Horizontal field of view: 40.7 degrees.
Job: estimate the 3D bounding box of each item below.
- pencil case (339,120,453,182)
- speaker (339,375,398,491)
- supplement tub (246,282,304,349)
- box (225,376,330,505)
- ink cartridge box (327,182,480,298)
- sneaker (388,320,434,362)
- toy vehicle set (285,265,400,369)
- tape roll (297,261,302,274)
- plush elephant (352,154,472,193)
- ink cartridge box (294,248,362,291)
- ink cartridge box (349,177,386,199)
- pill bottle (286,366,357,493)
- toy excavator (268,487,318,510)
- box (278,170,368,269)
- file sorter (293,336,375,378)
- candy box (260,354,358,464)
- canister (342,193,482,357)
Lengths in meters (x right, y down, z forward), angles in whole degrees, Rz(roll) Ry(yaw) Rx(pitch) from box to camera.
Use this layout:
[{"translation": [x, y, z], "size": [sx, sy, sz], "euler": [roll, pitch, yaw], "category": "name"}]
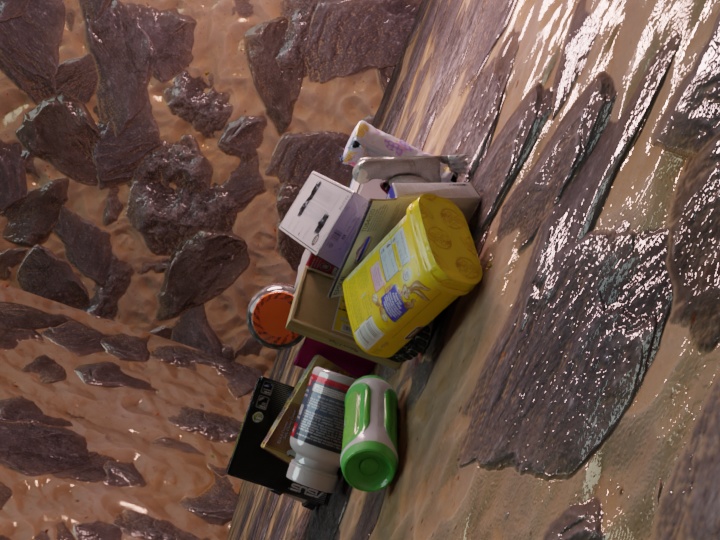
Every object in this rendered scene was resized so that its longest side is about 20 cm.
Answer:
[{"translation": [0.067, -0.190, 1.706], "size": [0.091, 0.200, 0.083], "euler": [164, 130, -81], "category": "pencil case"}, {"translation": [0.015, 0.235, 1.426], "size": [0.200, 0.088, 0.089], "euler": [-86, 17, -66], "category": "speaker"}, {"translation": [-0.155, 0.086, 1.849], "size": [0.200, 0.122, 0.123], "euler": [-177, 107, -85], "category": "supplement tub"}, {"translation": [-0.130, 0.321, 1.832], "size": [0.048, 0.200, 0.193], "euler": [142, 148, -76], "category": "box"}, {"translation": [0.057, -0.046, 1.453], "size": [0.041, 0.200, 0.200], "euler": [58, 138, 36], "category": "ink cartridge box"}, {"translation": [0.086, 0.053, 1.466], "size": [0.200, 0.079, 0.089], "euler": [-58, 4, 24], "category": "sneaker"}, {"translation": [-0.017, 0.078, 1.622], "size": [0.027, 0.200, 0.124], "euler": [119, 169, -47], "category": "toy vehicle set"}, {"translation": [-0.020, 0.004, 1.863], "size": [0.203, 0.203, 0.037], "euler": [122, 144, -60], "category": "tape roll"}, {"translation": [0.084, -0.110, 1.596], "size": [0.165, 0.200, 0.155], "euler": [-119, 26, -80], "category": "plush elephant"}, {"translation": [0.000, 0.000, 1.700], "size": [0.148, 0.200, 0.086], "euler": [119, 167, -54], "category": "ink cartridge box"}, {"translation": [0.061, -0.155, 1.862], "size": [0.200, 0.147, 0.145], "euler": [-100, 30, -77], "category": "ink cartridge box"}, {"translation": [-0.058, 0.281, 1.708], "size": [0.120, 0.120, 0.200], "euler": [155, 134, -80], "category": "pill bottle"}, {"translation": [-0.080, 0.341, 1.912], "size": [0.200, 0.100, 0.195], "euler": [-51, 18, 31], "category": "toy excavator"}, {"translation": [-0.051, -0.081, 1.541], "size": [0.117, 0.060, 0.200], "euler": [-59, 26, 1], "category": "box"}, {"translation": [-0.025, 0.109, 1.851], "size": [0.200, 0.139, 0.125], "euler": [119, 169, -54], "category": "file sorter"}, {"translation": [-0.084, 0.269, 1.795], "size": [0.200, 0.115, 0.055], "euler": [-59, 7, -10], "category": "candy box"}, {"translation": [0.065, 0.012, 1.342], "size": [0.200, 0.087, 0.149], "euler": [-46, 45, 39], "category": "canister"}]
